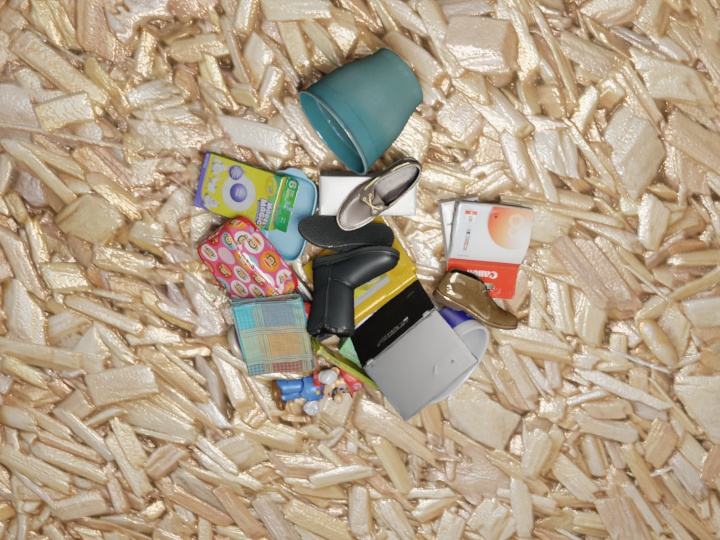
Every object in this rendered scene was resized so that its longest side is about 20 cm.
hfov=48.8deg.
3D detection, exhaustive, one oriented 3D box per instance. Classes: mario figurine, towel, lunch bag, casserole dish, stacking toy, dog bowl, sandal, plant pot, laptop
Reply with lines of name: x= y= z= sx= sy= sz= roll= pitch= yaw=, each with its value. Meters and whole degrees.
mario figurine: x=-0.090 y=0.264 z=1.704 sx=0.199 sy=0.123 sz=0.107 roll=-13 pitch=91 yaw=4
towel: x=-0.175 y=0.135 z=1.608 sx=0.145 sy=0.022 sz=0.201 roll=-6 pitch=127 yaw=2
towel: x=-0.018 y=0.200 z=1.655 sx=0.199 sy=0.086 sz=0.018 roll=34 pitch=95 yaw=-20
lunch bag: x=-0.239 y=-0.001 z=1.625 sx=0.176 sy=0.082 sz=0.200 roll=-23 pitch=110 yaw=47
casserole dish: x=-0.148 y=-0.111 z=1.634 sx=0.120 sy=0.039 sz=0.201 roll=20 pitch=101 yaw=21
stacking toy: x=-0.178 y=0.117 z=1.654 sx=0.199 sy=0.085 sz=0.086 roll=-26 pitch=104 yaw=20
dog bowl: x=0.174 y=0.176 z=1.656 sx=0.079 sy=0.200 sz=0.201 roll=40 pitch=101 yaw=32
sandal: x=-0.031 y=-0.063 z=1.597 sx=0.199 sy=0.076 sz=0.048 roll=6 pitch=144 yaw=-14
plant pot: x=0.014 y=-0.322 z=1.543 sx=0.188 sy=0.200 sz=0.200 roll=-40 pitch=102 yaw=-9
laptop: x=0.100 y=0.153 z=1.579 sx=0.187 sy=0.200 sz=0.116 roll=-40 pitch=120 yaw=8

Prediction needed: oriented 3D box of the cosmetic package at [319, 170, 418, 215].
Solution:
cosmetic package: x=0.013 y=-0.158 z=1.617 sx=0.198 sy=0.107 sz=0.091 roll=3 pitch=103 yaw=-6

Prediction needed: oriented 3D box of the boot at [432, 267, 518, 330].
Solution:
boot: x=0.252 y=0.062 z=1.640 sx=0.199 sy=0.074 sz=0.076 roll=25 pitch=105 yaw=-15

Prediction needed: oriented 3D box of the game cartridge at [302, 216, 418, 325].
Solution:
game cartridge: x=0.000 y=0.000 z=1.640 sx=0.200 sy=0.032 sz=0.177 roll=-37 pitch=65 yaw=7

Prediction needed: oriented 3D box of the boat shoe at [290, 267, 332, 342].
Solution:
boat shoe: x=-0.124 y=0.070 z=1.679 sx=0.063 sy=0.073 sz=0.200 roll=-37 pitch=107 yaw=2

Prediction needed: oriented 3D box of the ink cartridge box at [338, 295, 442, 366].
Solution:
ink cartridge box: x=0.065 y=0.122 z=1.692 sx=0.145 sy=0.088 sz=0.201 roll=34 pitch=97 yaw=-6

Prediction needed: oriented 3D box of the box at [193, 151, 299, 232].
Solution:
box: x=-0.230 y=-0.156 z=1.607 sx=0.199 sy=0.048 sz=0.118 roll=18 pitch=102 yaw=8

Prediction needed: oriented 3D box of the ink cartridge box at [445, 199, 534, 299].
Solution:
ink cartridge box: x=0.262 y=-0.038 z=1.637 sx=0.161 sy=0.050 sz=0.202 roll=5 pitch=99 yaw=-8

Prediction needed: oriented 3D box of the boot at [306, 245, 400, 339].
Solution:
boot: x=-0.013 y=0.048 z=1.570 sx=0.199 sy=0.076 sz=0.169 roll=-9 pitch=66 yaw=23

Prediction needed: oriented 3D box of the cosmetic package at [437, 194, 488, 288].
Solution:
cosmetic package: x=0.218 y=-0.054 z=1.680 sx=0.082 sy=0.051 sz=0.202 roll=-9 pitch=103 yaw=0

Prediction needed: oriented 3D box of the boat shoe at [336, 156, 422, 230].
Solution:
boat shoe: x=0.036 y=-0.146 z=1.536 sx=0.199 sy=0.060 sz=0.072 roll=-36 pitch=103 yaw=5
